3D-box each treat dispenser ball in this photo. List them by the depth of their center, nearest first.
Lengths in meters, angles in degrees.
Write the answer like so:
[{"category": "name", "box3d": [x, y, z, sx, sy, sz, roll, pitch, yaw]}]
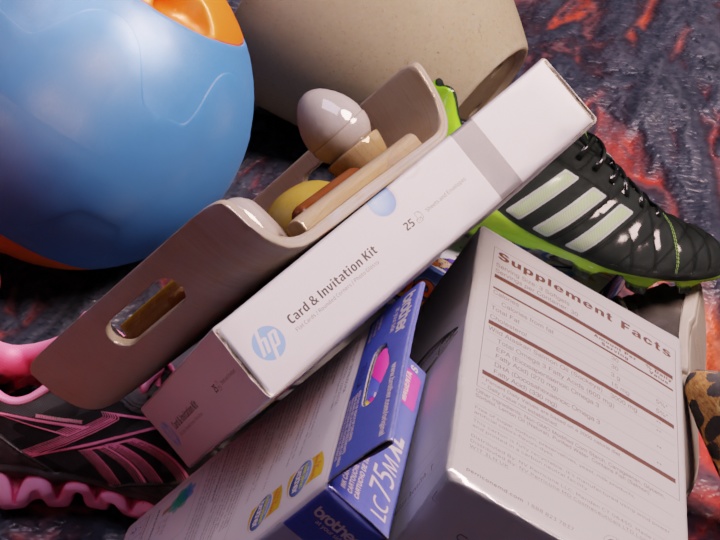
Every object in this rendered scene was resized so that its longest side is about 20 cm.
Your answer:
[{"category": "treat dispenser ball", "box3d": [-0.160, -0.101, 1.103, 0.200, 0.202, 0.201, 3, 30, -2]}]

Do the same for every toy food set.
[{"category": "toy food set", "box3d": [-0.054, -0.022, 0.883, 0.060, 0.143, 0.200, 52, 34, 0]}]

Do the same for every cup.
[{"category": "cup", "box3d": [0.024, -0.155, 1.260, 0.143, 0.201, 0.200, 42, 40, 10]}]

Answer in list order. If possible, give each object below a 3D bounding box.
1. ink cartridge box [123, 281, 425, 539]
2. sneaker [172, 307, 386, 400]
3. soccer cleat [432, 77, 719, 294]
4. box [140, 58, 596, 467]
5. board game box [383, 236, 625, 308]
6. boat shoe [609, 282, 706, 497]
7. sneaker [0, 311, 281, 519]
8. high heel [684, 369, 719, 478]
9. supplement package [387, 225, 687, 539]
[{"category": "ink cartridge box", "box3d": [-0.038, 0.100, 0.796, 0.042, 0.200, 0.119, 40, 28, -13]}, {"category": "sneaker", "box3d": [-0.014, 0.030, 1.022, 0.199, 0.071, 0.073, -13, 34, -28]}, {"category": "soccer cleat", "box3d": [0.114, -0.043, 1.022, 0.199, 0.081, 0.068, 16, 14, -18]}, {"category": "box", "box3d": [0.000, 0.000, 0.869, 0.200, 0.156, 0.041, -41, 89, -23]}, {"category": "board game box", "box3d": [0.069, -0.008, 1.065, 0.135, 0.035, 0.200, 29, 23, 12]}, {"category": "boat shoe", "box3d": [0.146, 0.064, 1.001, 0.057, 0.067, 0.200, -5, 22, 16]}, {"category": "sneaker", "box3d": [-0.112, 0.066, 0.926, 0.199, 0.096, 0.079, 3, 28, -6]}, {"category": "high heel", "box3d": [0.184, 0.122, 0.867, 0.142, 0.072, 0.200, -14, 50, -39]}, {"category": "supplement package", "box3d": [0.064, 0.095, 0.841, 0.117, 0.117, 0.200, 29, 29, -9]}]
